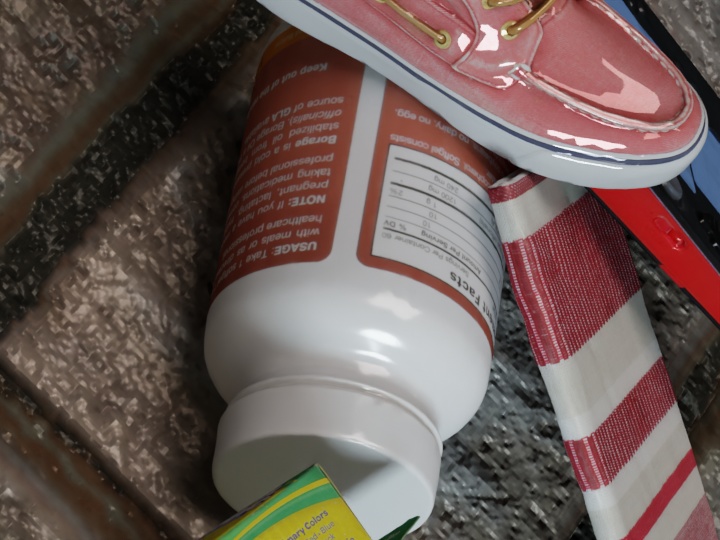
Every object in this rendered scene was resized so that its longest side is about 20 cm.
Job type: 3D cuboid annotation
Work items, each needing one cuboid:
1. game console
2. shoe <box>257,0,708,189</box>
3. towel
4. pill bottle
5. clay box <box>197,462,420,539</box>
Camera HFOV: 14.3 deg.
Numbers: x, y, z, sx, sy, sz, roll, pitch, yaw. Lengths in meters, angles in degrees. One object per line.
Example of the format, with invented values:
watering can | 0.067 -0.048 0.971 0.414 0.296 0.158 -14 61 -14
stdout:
game console | 0.130 -0.060 1.235 0.177 0.031 0.200 44 23 -25
shoe | 0.049 -0.107 1.080 0.200 0.091 0.072 28 56 0
towel | 0.098 0.050 1.153 0.144 0.023 0.200 -34 107 -71
pill bottle | 0.000 0.000 1.123 0.112 0.112 0.200 26 54 -23
clay box | -0.076 0.136 0.992 0.200 0.115 0.048 -36 89 -43
